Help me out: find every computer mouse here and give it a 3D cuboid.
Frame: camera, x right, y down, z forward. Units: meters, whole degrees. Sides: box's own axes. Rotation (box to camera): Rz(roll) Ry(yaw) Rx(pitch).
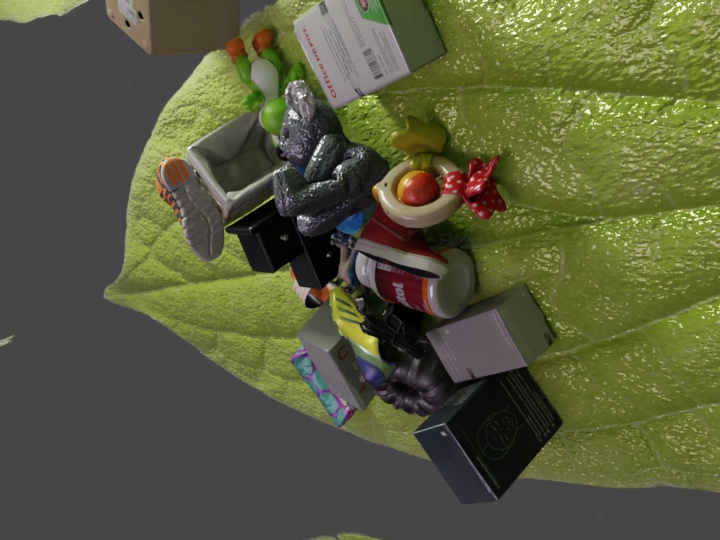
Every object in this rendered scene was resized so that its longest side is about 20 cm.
[{"bbox_3d":[0.046,0.085,1.329,0.139,0.201,0.046,29,112,-11],"label":"computer mouse"}]

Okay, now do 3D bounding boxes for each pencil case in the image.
[{"bbox_3d":[-0.077,0.255,1.750,0.201,0.085,0.092,53,163,2],"label":"pencil case"}]

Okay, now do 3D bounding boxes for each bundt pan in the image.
[{"bbox_3d":[0.093,0.205,1.428,0.198,0.077,0.204,18,146,12],"label":"bundt pan"}]

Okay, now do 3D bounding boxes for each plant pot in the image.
[{"bbox_3d":[-0.339,-0.498,1.335,0.199,0.176,0.202,42,145,19],"label":"plant pot"}]

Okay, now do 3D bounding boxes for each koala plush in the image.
[{"bbox_3d":[-0.062,-0.191,1.218,0.177,0.181,0.203,49,-163,-72],"label":"koala plush"}]

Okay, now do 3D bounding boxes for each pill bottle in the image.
[{"bbox_3d":[0.087,0.005,1.288,0.198,0.112,0.115,15,131,46],"label":"pill bottle"}]

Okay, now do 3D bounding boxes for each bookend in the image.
[{"bbox_3d":[-0.122,-0.037,1.442,0.091,0.199,0.202,5,123,50],"label":"bookend"}]

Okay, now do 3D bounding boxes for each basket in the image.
[{"bbox_3d":[-0.218,-0.196,1.431,0.136,0.199,0.124,50,152,5],"label":"basket"}]

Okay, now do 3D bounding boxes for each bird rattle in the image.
[{"bbox_3d":[0.109,-0.120,1.119,0.200,0.162,0.113,46,166,30],"label":"bird rattle"}]

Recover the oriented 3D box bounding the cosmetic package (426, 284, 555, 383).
[{"bbox_3d":[0.210,0.108,1.246,0.108,0.089,0.199,58,150,0],"label":"cosmetic package"}]

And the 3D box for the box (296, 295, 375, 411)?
[{"bbox_3d":[-0.023,0.161,1.518,0.096,0.125,0.202,22,150,39],"label":"box"}]

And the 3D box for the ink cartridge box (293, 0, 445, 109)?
[{"bbox_3d":[0.008,-0.340,1.109,0.198,0.084,0.148,-7,114,54],"label":"ink cartridge box"}]

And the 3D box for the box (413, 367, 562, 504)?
[{"bbox_3d":[0.214,0.264,1.273,0.150,0.199,0.107,54,147,0],"label":"box"}]

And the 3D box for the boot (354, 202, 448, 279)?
[{"bbox_3d":[0.083,-0.072,1.200,0.072,0.147,0.199,29,176,-40],"label":"boot"}]

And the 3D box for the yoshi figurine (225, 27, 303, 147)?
[{"bbox_3d":[-0.156,-0.310,1.308,0.111,0.112,0.204,-21,92,31],"label":"yoshi figurine"}]

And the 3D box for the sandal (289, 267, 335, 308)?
[{"bbox_3d":[-0.090,0.051,1.609,0.205,0.059,0.080,34,142,30],"label":"sandal"}]

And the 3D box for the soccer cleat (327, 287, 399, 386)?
[{"bbox_3d":[0.006,0.110,1.369,0.064,0.083,0.203,27,-148,-60],"label":"soccer cleat"}]

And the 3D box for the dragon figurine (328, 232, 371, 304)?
[{"bbox_3d":[0.000,0.000,1.438,0.058,0.101,0.199,23,172,38],"label":"dragon figurine"}]

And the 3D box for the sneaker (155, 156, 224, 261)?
[{"bbox_3d":[-0.317,-0.116,1.416,0.112,0.076,0.204,10,122,65],"label":"sneaker"}]

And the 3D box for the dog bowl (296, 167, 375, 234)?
[{"bbox_3d":[-0.045,-0.165,1.366,0.202,0.049,0.111,57,148,-4],"label":"dog bowl"}]
